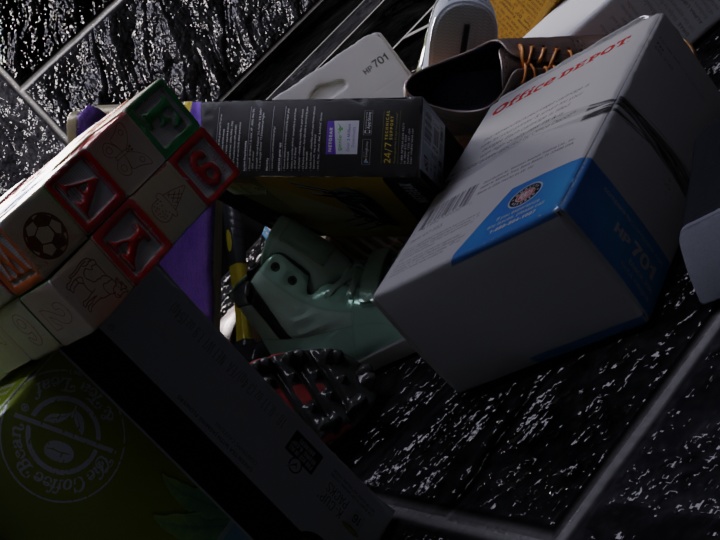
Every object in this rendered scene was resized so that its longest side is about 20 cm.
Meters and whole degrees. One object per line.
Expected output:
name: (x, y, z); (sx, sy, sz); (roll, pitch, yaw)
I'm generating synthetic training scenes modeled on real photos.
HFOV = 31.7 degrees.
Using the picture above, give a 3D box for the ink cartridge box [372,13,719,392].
ink cartridge box: (0.115, -0.042, 0.738); (0.146, 0.086, 0.200); (-27, 21, 44)

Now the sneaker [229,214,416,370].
sneaker: (0.000, 0.000, 0.852); (0.200, 0.118, 0.074); (-34, 16, 26)

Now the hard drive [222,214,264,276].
hard drive: (-0.179, -0.018, 0.993); (0.140, 0.200, 0.033); (-46, 59, 11)

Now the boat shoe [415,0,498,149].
boat shoe: (0.068, -0.123, 0.967); (0.062, 0.072, 0.201); (-82, 4, -58)

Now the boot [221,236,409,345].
boot: (-0.048, -0.001, 1.055); (0.200, 0.072, 0.166); (-54, 22, -22)

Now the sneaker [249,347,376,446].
sneaker: (-0.081, 0.116, 0.814); (0.200, 0.071, 0.098); (-25, -28, -12)

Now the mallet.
mallet: (-0.086, 0.001, 0.963); (0.066, 0.041, 0.201); (-15, 73, 46)

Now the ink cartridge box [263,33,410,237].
ink cartridge box: (-0.030, -0.104, 1.103); (0.146, 0.086, 0.200); (-35, -3, -12)

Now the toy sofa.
toy sofa: (-0.139, -0.010, 0.845); (0.082, 0.201, 0.098); (0, -4, 14)

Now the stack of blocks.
stack of blocks: (-0.160, -0.005, 0.617); (0.200, 0.059, 0.115); (-23, 23, 48)

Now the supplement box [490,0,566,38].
supplement box: (0.145, -0.224, 1.029); (0.066, 0.069, 0.200); (-19, -32, -39)

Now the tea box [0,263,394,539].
tea box: (-0.126, 0.137, 0.642); (0.133, 0.200, 0.197); (-20, 28, 53)

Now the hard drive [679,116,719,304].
hard drive: (0.239, -0.071, 0.591); (0.200, 0.042, 0.135); (-32, 19, 35)

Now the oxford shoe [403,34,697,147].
oxford shoe: (0.126, -0.125, 0.857); (0.199, 0.072, 0.073); (-11, -14, 17)

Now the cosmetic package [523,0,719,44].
cosmetic package: (0.192, -0.180, 0.950); (0.200, 0.074, 0.102); (-43, 15, 7)

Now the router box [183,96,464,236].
router box: (-0.011, -0.065, 0.856); (0.156, 0.053, 0.200); (1, -9, 17)
